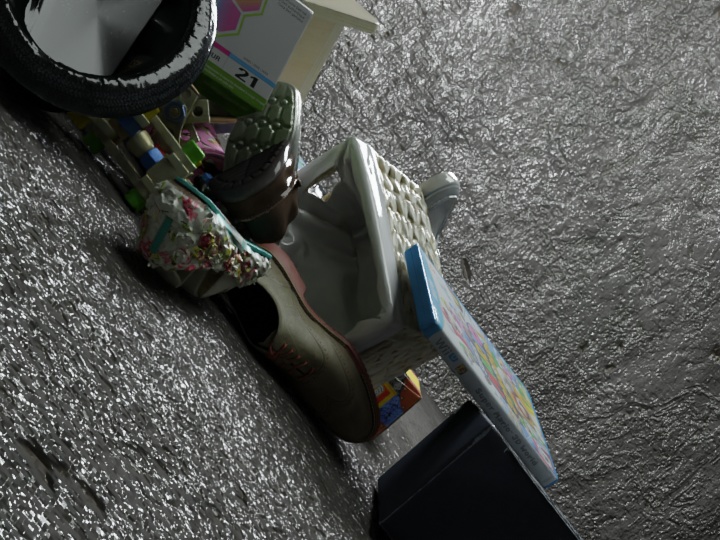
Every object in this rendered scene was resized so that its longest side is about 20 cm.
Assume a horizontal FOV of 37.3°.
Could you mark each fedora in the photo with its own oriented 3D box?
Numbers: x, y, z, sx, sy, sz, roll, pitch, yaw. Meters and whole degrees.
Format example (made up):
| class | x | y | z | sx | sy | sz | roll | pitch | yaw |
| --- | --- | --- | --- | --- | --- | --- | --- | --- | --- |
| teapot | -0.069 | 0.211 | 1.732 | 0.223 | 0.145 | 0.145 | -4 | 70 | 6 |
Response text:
| class | x | y | z | sx | sy | sz | roll | pitch | yaw |
| --- | --- | --- | --- | --- | --- | --- | --- | --- | --- |
| fedora | -0.203 | -0.185 | 0.778 | 0.202 | 0.201 | 0.091 | 51 | -41 | -6 |

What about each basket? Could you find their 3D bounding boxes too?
| class | x | y | z | sx | sy | sz | roll | pitch | yaw |
| --- | --- | --- | --- | --- | --- | --- | --- | --- | --- |
| basket | 0.000 | 0.000 | 1.033 | 0.122 | 0.134 | 0.203 | 22 | 48 | -47 |

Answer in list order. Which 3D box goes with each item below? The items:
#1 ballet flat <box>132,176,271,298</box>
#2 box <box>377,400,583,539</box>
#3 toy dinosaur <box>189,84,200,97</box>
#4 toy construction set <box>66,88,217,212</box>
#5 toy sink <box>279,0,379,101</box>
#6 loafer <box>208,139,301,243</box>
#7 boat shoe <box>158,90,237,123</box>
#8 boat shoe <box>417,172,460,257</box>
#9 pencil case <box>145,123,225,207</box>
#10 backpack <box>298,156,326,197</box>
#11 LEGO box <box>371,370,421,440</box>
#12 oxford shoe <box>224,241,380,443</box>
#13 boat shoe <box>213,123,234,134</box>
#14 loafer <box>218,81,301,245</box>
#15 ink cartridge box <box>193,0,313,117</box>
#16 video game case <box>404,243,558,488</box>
| class | x | y | z | sx | sy | sz | roll | pitch | yaw |
| --- | --- | --- | --- | --- | --- | --- | --- | --- | --- |
| ballet flat | -0.119 | -0.015 | 0.784 | 0.075 | 0.064 | 0.200 | 33 | -4 | 15 |
| box | 0.115 | 0.230 | 0.882 | 0.199 | 0.123 | 0.200 | 52 | 0 | 2 |
| toy dinosaur | -0.229 | -0.203 | 0.872 | 0.198 | 0.061 | 0.106 | 26 | 16 | 28 |
| toy construction set | -0.174 | -0.104 | 0.920 | 0.132 | 0.092 | 0.200 | 51 | 12 | -7 |
| toy sink | -0.101 | -0.260 | 1.115 | 0.198 | 0.113 | 0.131 | 1 | 38 | -50 |
| loafer | -0.074 | -0.061 | 0.877 | 0.072 | 0.072 | 0.200 | 63 | 2 | -8 |
| boat shoe | -0.189 | -0.182 | 1.063 | 0.198 | 0.074 | 0.063 | 7 | 20 | -42 |
| boat shoe | 0.052 | -0.018 | 1.147 | 0.071 | 0.200 | 0.069 | -2 | 51 | -48 |
| pencil case | -0.177 | -0.116 | 1.109 | 0.087 | 0.082 | 0.200 | 53 | 0 | -30 |
| backpack | -0.096 | -0.060 | 1.222 | 0.183 | 0.134 | 0.200 | 51 | 1 | -18 |
| LEGO box | -0.001 | 0.105 | 1.256 | 0.150 | 0.077 | 0.200 | 52 | 1 | 3 |
| oxford shoe | -0.059 | 0.071 | 0.917 | 0.201 | 0.070 | 0.075 | 53 | 28 | 3 |
| boat shoe | -0.176 | -0.193 | 1.217 | 0.067 | 0.196 | 0.074 | -77 | 173 | -48 |
| loafer | -0.096 | -0.079 | 1.013 | 0.069 | 0.204 | 0.070 | 13 | -11 | 19 |
| ink cartridge box | -0.110 | -0.260 | 0.929 | 0.147 | 0.203 | 0.075 | 31 | -9 | -22 |
| video game case | 0.106 | 0.083 | 0.952 | 0.201 | 0.018 | 0.144 | 51 | 15 | -23 |
